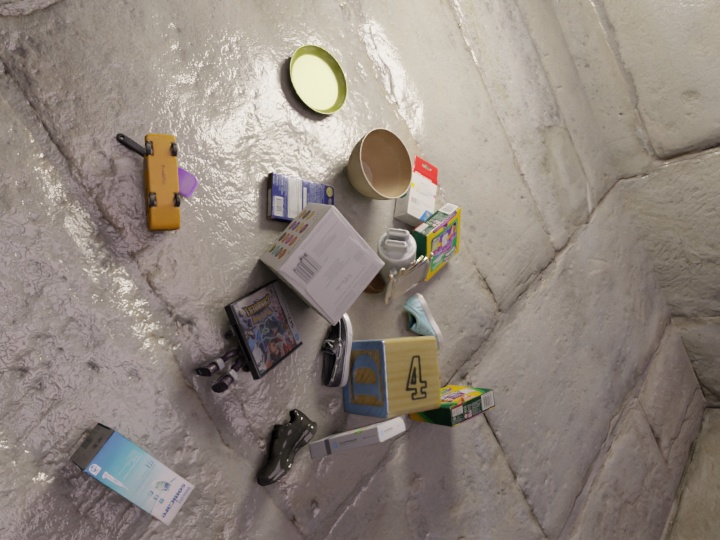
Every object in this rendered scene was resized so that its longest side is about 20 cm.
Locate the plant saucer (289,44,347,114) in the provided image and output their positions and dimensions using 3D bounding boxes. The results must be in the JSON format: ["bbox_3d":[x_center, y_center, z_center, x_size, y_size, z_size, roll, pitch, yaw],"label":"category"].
[{"bbox_3d":[-0.124,-0.546,1.501,0.198,0.031,0.204,7,79,-38],"label":"plant saucer"}]

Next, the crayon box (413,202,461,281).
[{"bbox_3d":[0.243,-0.092,1.654,0.199,0.058,0.175,-38,138,-36],"label":"crayon box"}]

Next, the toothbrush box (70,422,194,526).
[{"bbox_3d":[-0.443,0.394,1.012,0.200,0.145,0.086,48,57,-21],"label":"toothbrush box"}]

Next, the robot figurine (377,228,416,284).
[{"bbox_3d":[0.105,-0.038,1.516,0.201,0.111,0.172,86,18,-56],"label":"robot figurine"}]

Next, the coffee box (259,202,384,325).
[{"bbox_3d":[-0.099,-0.024,1.294,0.200,0.197,0.200,-49,113,-8],"label":"coffee box"}]

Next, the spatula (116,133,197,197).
[{"bbox_3d":[-0.462,-0.244,1.184,0.199,0.020,0.057,38,65,-27],"label":"spatula"}]

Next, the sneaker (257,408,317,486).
[{"bbox_3d":[-0.192,0.427,1.266,0.091,0.076,0.200,48,49,-11],"label":"sneaker"}]

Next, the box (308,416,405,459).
[{"bbox_3d":[-0.007,0.415,1.295,0.155,0.198,0.042,11,62,-62],"label":"box"}]

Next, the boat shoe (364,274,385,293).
[{"bbox_3d":[0.000,0.000,1.481,0.199,0.073,0.077,36,62,-28],"label":"boat shoe"}]

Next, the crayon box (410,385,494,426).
[{"bbox_3d":[0.272,0.401,1.559,0.198,0.171,0.059,-9,91,-39],"label":"crayon box"}]

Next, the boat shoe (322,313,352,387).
[{"bbox_3d":[-0.070,0.210,1.396,0.067,0.071,0.204,8,85,-39],"label":"boat shoe"}]

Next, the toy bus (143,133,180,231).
[{"bbox_3d":[-0.436,-0.190,1.141,0.064,0.078,0.204,-4,92,-30],"label":"toy bus"}]

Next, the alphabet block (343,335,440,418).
[{"bbox_3d":[0.082,0.285,1.425,0.198,0.194,0.200,2,83,-39],"label":"alphabet block"}]

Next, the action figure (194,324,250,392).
[{"bbox_3d":[-0.286,0.196,1.224,0.131,0.069,0.200,57,39,-8],"label":"action figure"}]

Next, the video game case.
[{"bbox_3d":[-0.227,0.136,1.258,0.200,0.025,0.183,-35,106,-62],"label":"video game case"}]

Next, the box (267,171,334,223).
[{"bbox_3d":[-0.159,-0.185,1.410,0.197,0.032,0.124,7,79,-36],"label":"box"}]

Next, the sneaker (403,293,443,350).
[{"bbox_3d":[0.188,0.174,1.618,0.081,0.074,0.202,-31,103,-14],"label":"sneaker"}]

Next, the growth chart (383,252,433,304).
[{"bbox_3d":[0.141,0.020,1.499,0.198,0.146,0.018,-28,57,-35],"label":"growth chart"}]

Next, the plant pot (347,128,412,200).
[{"bbox_3d":[0.037,-0.293,1.521,0.198,0.134,0.204,8,77,-37],"label":"plant pot"}]

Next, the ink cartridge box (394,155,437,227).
[{"bbox_3d":[0.181,-0.250,1.673,0.115,0.067,0.204,21,70,-35],"label":"ink cartridge box"}]
